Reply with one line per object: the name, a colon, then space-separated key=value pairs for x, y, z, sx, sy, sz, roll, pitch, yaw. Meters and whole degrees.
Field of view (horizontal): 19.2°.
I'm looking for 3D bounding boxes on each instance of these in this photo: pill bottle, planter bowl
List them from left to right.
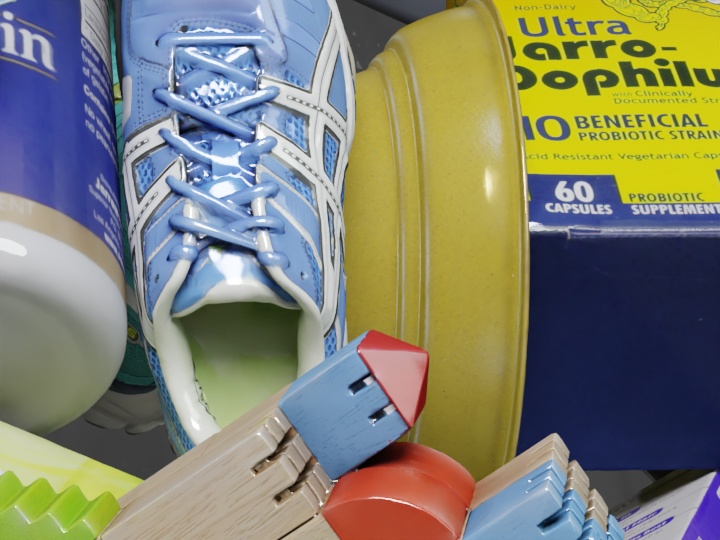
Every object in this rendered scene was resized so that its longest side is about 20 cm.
pill bottle: x=-0.133 y=-0.054 z=0.655 sx=0.116 sy=0.116 sz=0.201 roll=22 pitch=46 yaw=-38
planter bowl: x=0.000 y=0.000 z=0.757 sx=0.083 sy=0.201 sz=0.201 roll=1 pitch=54 yaw=-8

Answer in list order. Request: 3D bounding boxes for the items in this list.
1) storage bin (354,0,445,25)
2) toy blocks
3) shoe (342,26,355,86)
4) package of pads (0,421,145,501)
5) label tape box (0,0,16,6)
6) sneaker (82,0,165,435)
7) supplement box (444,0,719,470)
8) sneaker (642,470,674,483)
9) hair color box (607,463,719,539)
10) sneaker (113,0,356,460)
storage bin: x=0.078 y=-0.159 z=0.980 sx=0.134 sy=0.146 sz=0.200 roll=21 pitch=33 yaw=15
toy blocks: x=0.016 y=0.098 z=0.548 sx=0.200 sy=0.137 sz=0.100 roll=55 pitch=13 yaw=-4
shoe: x=-0.060 y=-0.121 z=0.728 sx=0.053 sy=0.070 sz=0.200 roll=-17 pitch=56 yaw=-45
package of pads: x=-0.085 y=0.128 z=0.606 sx=0.200 sy=0.068 sz=0.155 roll=27 pitch=44 yaw=-35
label tape box: x=-0.200 y=-0.030 z=0.536 sx=0.143 sy=0.066 sz=0.200 roll=15 pitch=27 yaw=22
sneaker: x=-0.072 y=-0.041 z=0.748 sx=0.077 sy=0.080 sz=0.201 roll=18 pitch=49 yaw=-41
supplement box: x=0.093 y=-0.030 z=0.801 sx=0.108 sy=0.110 sz=0.200 roll=-1 pitch=36 yaw=-6
sneaker: x=0.142 y=0.046 z=0.946 sx=0.200 sy=0.073 sz=0.085 roll=58 pitch=28 yaw=-12
hair color box: x=0.084 y=0.133 z=0.727 sx=0.065 sy=0.109 sz=0.200 roll=56 pitch=21 yaw=-1
sneaker: x=-0.033 y=-0.023 z=0.636 sx=0.077 sy=0.075 sz=0.201 roll=-122 pitch=-156 yaw=-82
